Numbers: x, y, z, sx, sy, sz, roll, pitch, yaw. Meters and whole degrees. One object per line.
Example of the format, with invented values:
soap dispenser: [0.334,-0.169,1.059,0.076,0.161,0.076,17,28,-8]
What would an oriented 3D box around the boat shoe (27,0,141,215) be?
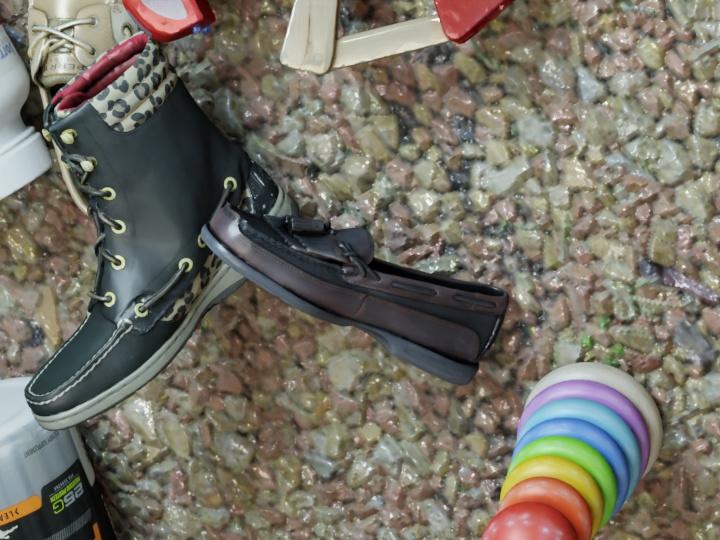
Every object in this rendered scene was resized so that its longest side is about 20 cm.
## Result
boat shoe: [-0.160,-0.130,1.478,0.071,0.065,0.200,-5,110,21]

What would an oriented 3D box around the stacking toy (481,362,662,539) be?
stacking toy: [0.112,0.128,1.420,0.085,0.200,0.085,7,114,16]

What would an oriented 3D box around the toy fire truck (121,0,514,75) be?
toy fire truck: [-0.029,-0.163,1.406,0.200,0.049,0.141,-27,90,8]

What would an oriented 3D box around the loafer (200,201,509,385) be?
loafer: [0.000,0.000,1.452,0.200,0.072,0.063,28,104,-30]

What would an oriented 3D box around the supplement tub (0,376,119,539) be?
supplement tub: [-0.215,0.179,1.594,0.122,0.123,0.200,-11,109,22]

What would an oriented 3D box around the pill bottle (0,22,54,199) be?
pill bottle: [-0.268,-0.130,1.488,0.112,0.112,0.200,-23,104,25]

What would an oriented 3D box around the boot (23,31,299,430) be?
boot: [-0.147,-0.023,1.446,0.154,0.204,0.073,54,162,-28]
